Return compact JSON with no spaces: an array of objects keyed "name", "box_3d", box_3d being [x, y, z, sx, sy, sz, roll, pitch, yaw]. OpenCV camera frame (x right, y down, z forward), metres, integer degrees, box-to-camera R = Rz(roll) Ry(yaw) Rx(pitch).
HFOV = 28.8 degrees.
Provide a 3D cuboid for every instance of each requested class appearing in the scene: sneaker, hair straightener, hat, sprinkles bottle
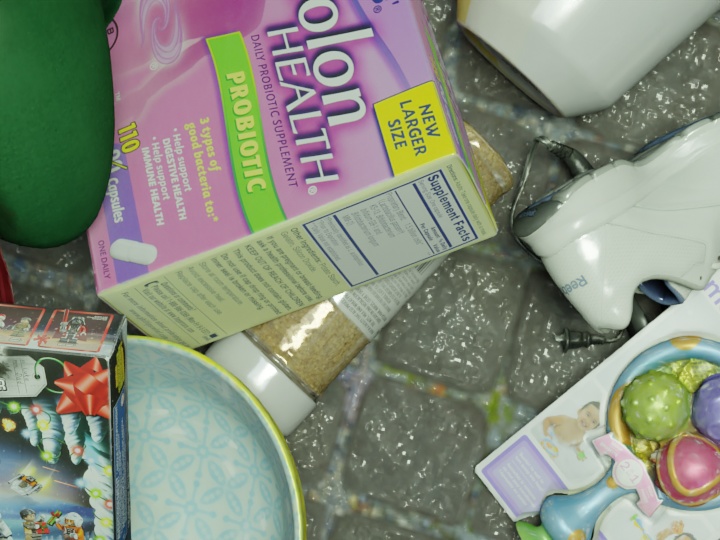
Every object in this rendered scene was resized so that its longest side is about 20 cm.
[{"name":"sneaker","box_3d":[0.173,-0.031,0.779,0.198,0.074,0.088,-27,88,-27]},{"name":"hair straightener","box_3d":[0.143,0.016,0.806,0.076,0.041,0.202,-30,88,-2]},{"name":"hat","box_3d":[-0.140,-0.025,0.671,0.165,0.200,0.177,-32,87,-28]},{"name":"sprinkles bottle","box_3d":[0.000,0.000,0.801,0.068,0.068,0.200,42,86,6]}]

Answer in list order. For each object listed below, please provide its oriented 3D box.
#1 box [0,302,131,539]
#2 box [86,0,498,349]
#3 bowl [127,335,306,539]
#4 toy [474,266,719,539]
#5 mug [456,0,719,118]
[{"name":"box","box_3d":[-0.209,0.079,0.662,0.197,0.040,0.139,5,119,2]},{"name":"box","box_3d":[-0.049,-0.079,0.757,0.198,0.097,0.178,-20,63,10]},{"name":"bowl","box_3d":[-0.116,0.140,0.763,0.197,0.108,0.203,-1,84,10]},{"name":"toy","box_3d":[0.167,0.097,0.764,0.200,0.047,0.116,-42,80,17]},{"name":"mug","box_3d":[0.127,-0.178,0.803,0.149,0.187,0.154,38,95,-29]}]
